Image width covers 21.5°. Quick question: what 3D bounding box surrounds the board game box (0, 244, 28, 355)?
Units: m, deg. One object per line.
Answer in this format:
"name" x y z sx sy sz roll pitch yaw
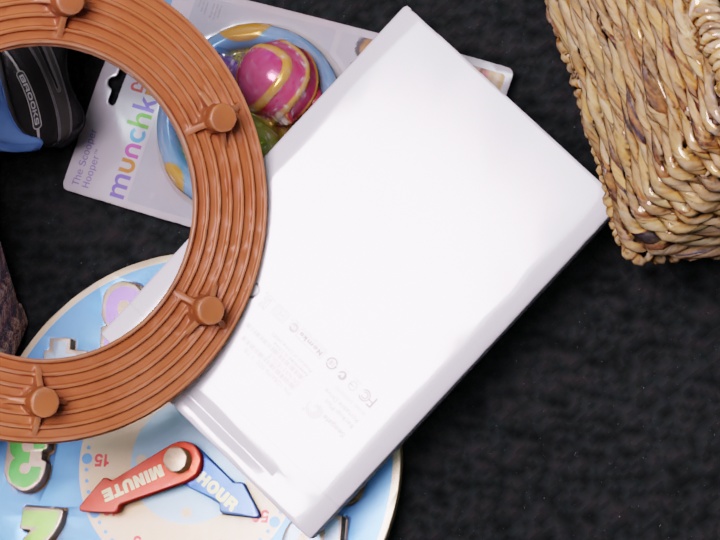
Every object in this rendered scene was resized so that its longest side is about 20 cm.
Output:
"board game box" -0.274 -0.005 0.859 0.199 0.160 0.097 -4 34 10

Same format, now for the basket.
"basket" 0.166 -0.123 0.792 0.142 0.149 0.201 -8 68 -14

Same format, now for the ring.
"ring" -0.127 -0.028 0.786 0.199 0.019 0.202 -1 91 -26

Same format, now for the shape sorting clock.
"shape sorting clock" -0.079 0.088 0.876 0.199 0.039 0.201 -2 79 10

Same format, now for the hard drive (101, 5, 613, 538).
"hard drive" 0.000 0.000 0.845 0.132 0.027 0.200 43 90 9

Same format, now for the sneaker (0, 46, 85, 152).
"sneaker" -0.170 -0.143 0.928 0.071 0.082 0.201 -36 53 45

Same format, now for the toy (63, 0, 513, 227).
"toy" -0.040 -0.071 0.894 0.199 0.047 0.116 17 81 13
